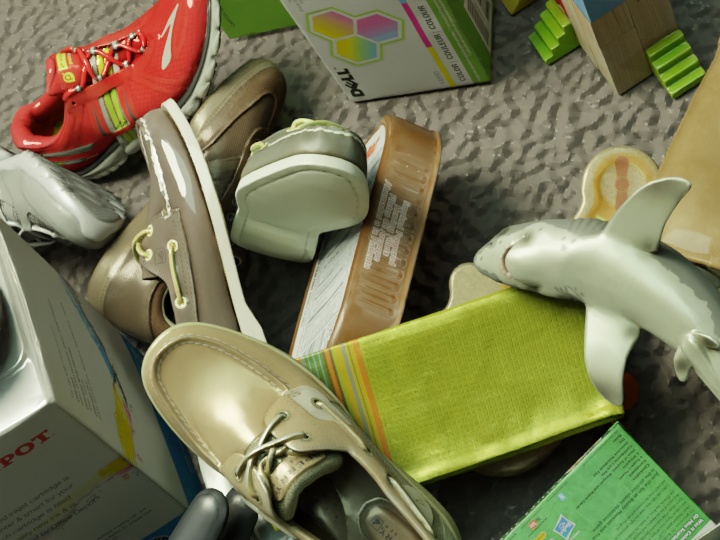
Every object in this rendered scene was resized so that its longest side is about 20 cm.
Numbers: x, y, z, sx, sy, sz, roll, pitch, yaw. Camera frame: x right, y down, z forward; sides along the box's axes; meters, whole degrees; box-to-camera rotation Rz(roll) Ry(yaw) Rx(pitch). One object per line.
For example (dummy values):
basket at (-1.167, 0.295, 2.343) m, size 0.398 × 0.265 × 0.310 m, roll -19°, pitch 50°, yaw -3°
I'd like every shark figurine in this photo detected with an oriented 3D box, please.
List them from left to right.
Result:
shark figurine at (0.169, 0.035, 0.830) m, size 0.128 × 0.089 × 0.215 m, roll -45°, pitch 74°, yaw 31°

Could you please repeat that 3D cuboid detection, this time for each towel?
towel at (0.035, 0.069, 0.879) m, size 0.198 × 0.018 × 0.087 m, roll -19°, pitch 91°, yaw 5°

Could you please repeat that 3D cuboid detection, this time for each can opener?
can opener at (-0.113, 0.200, 0.894) m, size 0.078 × 0.063 × 0.201 m, roll 36°, pitch 113°, yaw 19°

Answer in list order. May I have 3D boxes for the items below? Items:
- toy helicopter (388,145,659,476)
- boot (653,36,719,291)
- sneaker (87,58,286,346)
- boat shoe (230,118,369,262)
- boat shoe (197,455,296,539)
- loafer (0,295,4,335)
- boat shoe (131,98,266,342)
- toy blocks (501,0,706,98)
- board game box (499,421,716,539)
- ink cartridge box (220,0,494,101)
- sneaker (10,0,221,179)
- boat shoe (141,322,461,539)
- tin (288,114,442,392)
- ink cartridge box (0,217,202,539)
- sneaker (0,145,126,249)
toy helicopter at (0.113, 0.025, 0.922) m, size 0.131 × 0.079 × 0.201 m, roll 32°, pitch 88°, yaw 13°
boot at (0.258, -0.068, 0.910) m, size 0.173 × 0.066 × 0.202 m, roll 16°, pitch 70°, yaw 14°
sneaker at (-0.092, -0.039, 1.071) m, size 0.075 × 0.070 × 0.201 m, roll 31°, pitch 81°, yaw 16°
boat shoe at (-0.034, -0.054, 0.955) m, size 0.071 × 0.202 × 0.061 m, roll 17°, pitch 76°, yaw -9°
boat shoe at (-0.027, 0.158, 0.922) m, size 0.071 × 0.070 × 0.202 m, roll -31°, pitch 60°, yaw -1°
loafer at (-0.255, -0.013, 0.868) m, size 0.073 × 0.071 × 0.200 m, roll -41°, pitch 53°, yaw -4°
boat shoe at (-0.103, -0.001, 0.994) m, size 0.059 × 0.072 × 0.202 m, roll -18°, pitch 89°, yaw -7°
toy blocks at (0.128, -0.207, 1.014) m, size 0.099 × 0.137 × 0.201 m, roll -31°, pitch 55°, yaw 4°
board game box at (0.098, 0.185, 0.848) m, size 0.200 × 0.023 × 0.105 m, roll -43°, pitch 80°, yaw -5°
ink cartridge box at (-0.029, -0.175, 1.060) m, size 0.198 × 0.148 × 0.077 m, roll -7°, pitch 61°, yaw 22°
sneaker at (-0.163, -0.124, 1.084) m, size 0.200 × 0.084 × 0.078 m, roll -39°, pitch 50°, yaw 37°
boat shoe at (-0.031, 0.098, 0.844) m, size 0.200 × 0.065 × 0.072 m, roll 40°, pitch 92°, yaw 5°
tin at (0.000, 0.000, 0.966) m, size 0.112 × 0.041 × 0.202 m, roll -43°, pitch 28°, yaw 56°
ink cartridge box at (-0.204, 0.096, 0.948) m, size 0.146 × 0.200 × 0.145 m, roll -30°, pitch 54°, yaw 4°
sneaker at (-0.223, -0.033, 1.107) m, size 0.199 × 0.074 × 0.083 m, roll 17°, pitch 82°, yaw 53°
